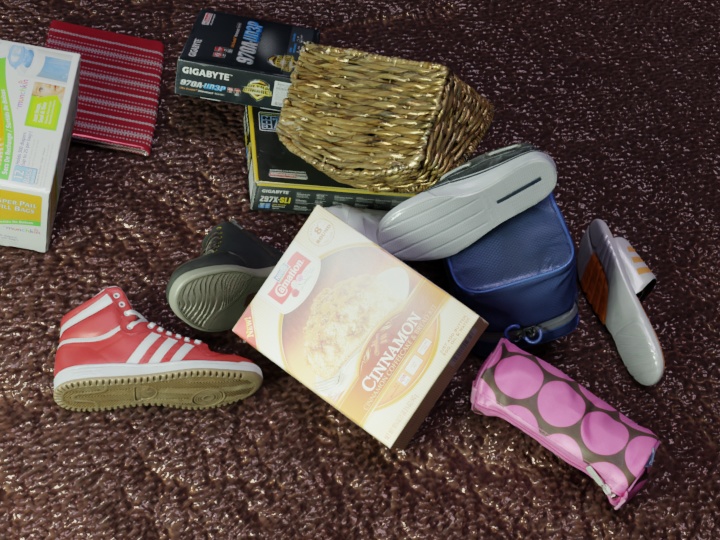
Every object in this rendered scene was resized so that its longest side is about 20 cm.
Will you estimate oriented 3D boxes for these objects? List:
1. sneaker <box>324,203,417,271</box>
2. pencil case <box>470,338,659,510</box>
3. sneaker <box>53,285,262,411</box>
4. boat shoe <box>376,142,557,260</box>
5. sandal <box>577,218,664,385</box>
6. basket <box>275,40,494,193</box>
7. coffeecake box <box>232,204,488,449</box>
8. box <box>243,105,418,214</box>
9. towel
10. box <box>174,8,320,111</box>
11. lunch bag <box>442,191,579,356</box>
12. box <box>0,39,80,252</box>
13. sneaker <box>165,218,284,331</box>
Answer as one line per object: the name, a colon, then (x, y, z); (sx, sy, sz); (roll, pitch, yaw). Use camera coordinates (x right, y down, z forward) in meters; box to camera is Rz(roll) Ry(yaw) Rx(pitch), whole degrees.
sneaker: (0.000, 0.000, 1.399); (0.114, 0.076, 0.201); (10, 40, -7)
pencil case: (0.201, 0.154, 1.307); (0.199, 0.091, 0.094); (32, 53, 16)
sneaker: (-0.197, 0.074, 1.264); (0.198, 0.072, 0.113); (0, 51, -14)
boat shoe: (0.108, -0.071, 1.352); (0.199, 0.073, 0.071); (-22, 26, -1)
sandal: (0.306, 0.037, 1.463); (0.059, 0.079, 0.208); (-5, 58, -23)
basket: (0.027, -0.155, 1.446); (0.199, 0.144, 0.149); (15, -3, 29)
coffeecake box: (0.000, 0.056, 1.286); (0.199, 0.073, 0.154); (34, 90, 16)
box: (-0.035, -0.135, 1.532); (0.198, 0.050, 0.160); (4, 45, -13)
towel: (-0.310, -0.218, 1.542); (0.143, 0.023, 0.201); (9, 47, -12)
box: (-0.132, -0.254, 1.571); (0.157, 0.046, 0.200); (10, 28, -3)
lunch bag: (0.160, -0.005, 1.407); (0.135, 0.133, 0.201); (-14, 50, 3)
box: (-0.366, -0.134, 1.371); (0.111, 0.102, 0.201); (8, 53, -10)
sneaker: (-0.150, 0.001, 1.329); (0.106, 0.075, 0.199); (36, 19, 26)
